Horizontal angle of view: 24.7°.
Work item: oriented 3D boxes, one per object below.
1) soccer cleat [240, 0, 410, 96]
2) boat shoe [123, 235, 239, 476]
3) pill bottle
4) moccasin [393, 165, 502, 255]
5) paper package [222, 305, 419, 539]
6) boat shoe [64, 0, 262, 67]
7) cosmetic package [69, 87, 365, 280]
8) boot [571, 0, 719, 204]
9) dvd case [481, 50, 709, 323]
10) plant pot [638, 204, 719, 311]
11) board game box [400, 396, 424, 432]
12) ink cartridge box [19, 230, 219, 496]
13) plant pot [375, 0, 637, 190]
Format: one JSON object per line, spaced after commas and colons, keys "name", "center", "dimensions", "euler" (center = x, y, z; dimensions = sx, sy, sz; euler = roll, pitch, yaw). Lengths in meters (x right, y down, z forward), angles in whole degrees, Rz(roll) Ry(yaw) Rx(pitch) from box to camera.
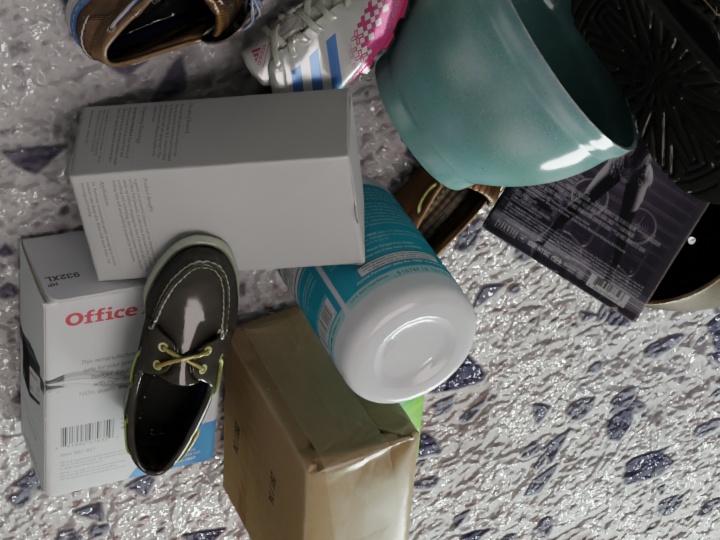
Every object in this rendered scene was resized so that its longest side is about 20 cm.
{"name": "soccer cleat", "center": [-0.034, -0.167, 1.198], "dimensions": [0.086, 0.070, 0.201], "euler": [16, 116, -34]}
{"name": "boat shoe", "center": [-0.131, 0.066, 1.204], "dimensions": [0.071, 0.061, 0.202], "euler": [8, 129, -14]}
{"name": "pill bottle", "center": [0.000, 0.000, 1.266], "dimensions": [0.110, 0.200, 0.111], "euler": [-16, 134, -17]}
{"name": "moccasin", "center": [0.090, -0.078, 1.341], "dimensions": [0.201, 0.078, 0.074], "euler": [-43, 134, 9]}
{"name": "paper package", "center": [-0.038, 0.159, 1.385], "dimensions": [0.103, 0.191, 0.201], "euler": [-15, 133, -21]}
{"name": "boat shoe", "center": [-0.101, -0.192, 1.134], "dimensions": [0.199, 0.072, 0.072], "euler": [-30, 136, -5]}
{"name": "cosmetic package", "center": [-0.099, -0.061, 1.187], "dimensions": [0.199, 0.085, 0.108], "euler": [-4, 133, 2]}
{"name": "boot", "center": [0.268, -0.155, 1.247], "dimensions": [0.157, 0.212, 0.079], "euler": [-15, 161, -45]}
{"name": "dvd case", "center": [0.211, -0.081, 1.320], "dimensions": [0.148, 0.016, 0.201], "euler": [31, 94, -7]}
{"name": "plant pot", "center": [0.291, -0.039, 1.441], "dimensions": [0.187, 0.187, 0.200], "euler": [-45, 149, 11]}
{"name": "board game box", "center": [0.017, 0.111, 1.484], "dimensions": [0.095, 0.030, 0.201], "euler": [-24, 139, -30]}
{"name": "ink cartridge box", "center": [-0.189, 0.066, 1.293], "dimensions": [0.144, 0.084, 0.201], "euler": [-10, 131, -23]}
{"name": "plant pot", "center": [0.096, -0.143, 1.224], "dimensions": [0.134, 0.201, 0.200], "euler": [-30, 139, 22]}
